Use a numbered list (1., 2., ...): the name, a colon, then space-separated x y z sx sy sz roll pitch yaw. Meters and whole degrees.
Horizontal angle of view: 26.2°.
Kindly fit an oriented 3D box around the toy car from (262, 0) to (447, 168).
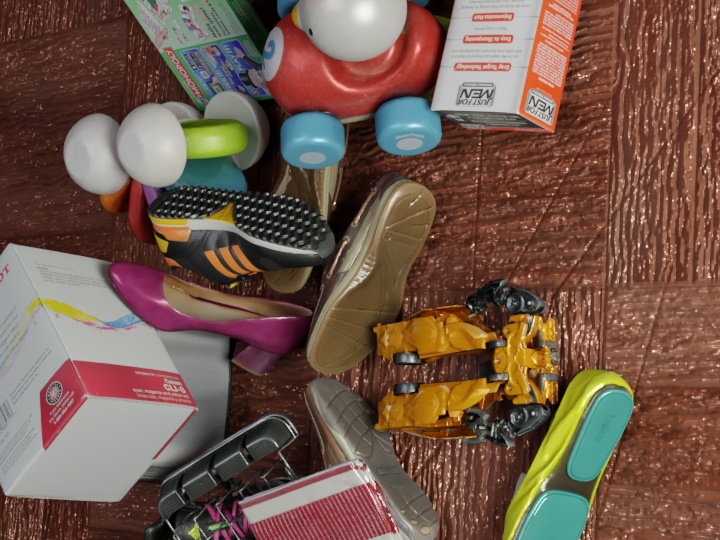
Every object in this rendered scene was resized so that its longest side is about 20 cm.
1. toy car: -0.019 -0.220 1.388 0.176 0.200 0.185 -7 68 12

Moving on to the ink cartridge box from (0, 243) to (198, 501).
1. ink cartridge box: -0.284 0.099 1.490 0.145 0.144 0.200 -49 55 23

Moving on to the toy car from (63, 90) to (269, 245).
1. toy car: -0.193 -0.099 1.595 0.199 0.175 0.151 -4 98 40

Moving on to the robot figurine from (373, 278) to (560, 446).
1. robot figurine: 0.097 0.086 1.372 0.199 0.058 0.146 -10 77 41

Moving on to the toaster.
1. toaster: -0.222 0.134 1.607 0.199 0.118 0.182 -2 82 41

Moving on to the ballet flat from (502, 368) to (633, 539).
1. ballet flat: 0.166 0.172 1.301 0.201 0.067 0.067 -65 28 9

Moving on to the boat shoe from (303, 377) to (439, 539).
1. boat shoe: -0.006 0.187 1.436 0.072 0.076 0.200 -50 53 26

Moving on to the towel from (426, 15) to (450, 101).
1. towel: 0.055 -0.206 1.487 0.199 0.018 0.087 19 96 41

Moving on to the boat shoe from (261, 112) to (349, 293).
1. boat shoe: -0.046 -0.075 1.518 0.072 0.072 0.201 6 87 33

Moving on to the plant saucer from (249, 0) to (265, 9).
1. plant saucer: -0.120 -0.345 1.636 0.200 0.037 0.201 -22 58 40

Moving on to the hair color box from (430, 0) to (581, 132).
1. hair color box: 0.137 -0.228 1.377 0.101 0.061 0.201 8 81 42

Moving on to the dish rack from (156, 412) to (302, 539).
1. dish rack: -0.088 0.255 1.456 0.153 0.055 0.201 -32 94 14

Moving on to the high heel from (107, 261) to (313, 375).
1. high heel: -0.145 0.025 1.521 0.096 0.199 0.068 -46 28 32

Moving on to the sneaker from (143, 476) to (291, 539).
1. sneaker: -0.136 0.254 1.523 0.199 0.087 0.074 -21 76 34

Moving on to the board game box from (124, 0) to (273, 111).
1. board game box: -0.166 -0.255 1.587 0.134 0.200 0.029 -2 42 41

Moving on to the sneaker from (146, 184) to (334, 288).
1. sneaker: -0.109 -0.022 1.483 0.199 0.070 0.090 12 130 25

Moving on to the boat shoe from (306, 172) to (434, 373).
1. boat shoe: 0.000 0.000 1.464 0.072 0.072 0.201 40 109 55

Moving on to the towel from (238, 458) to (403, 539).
1. towel: -0.011 0.275 1.393 0.144 0.023 0.201 -24 96 31
